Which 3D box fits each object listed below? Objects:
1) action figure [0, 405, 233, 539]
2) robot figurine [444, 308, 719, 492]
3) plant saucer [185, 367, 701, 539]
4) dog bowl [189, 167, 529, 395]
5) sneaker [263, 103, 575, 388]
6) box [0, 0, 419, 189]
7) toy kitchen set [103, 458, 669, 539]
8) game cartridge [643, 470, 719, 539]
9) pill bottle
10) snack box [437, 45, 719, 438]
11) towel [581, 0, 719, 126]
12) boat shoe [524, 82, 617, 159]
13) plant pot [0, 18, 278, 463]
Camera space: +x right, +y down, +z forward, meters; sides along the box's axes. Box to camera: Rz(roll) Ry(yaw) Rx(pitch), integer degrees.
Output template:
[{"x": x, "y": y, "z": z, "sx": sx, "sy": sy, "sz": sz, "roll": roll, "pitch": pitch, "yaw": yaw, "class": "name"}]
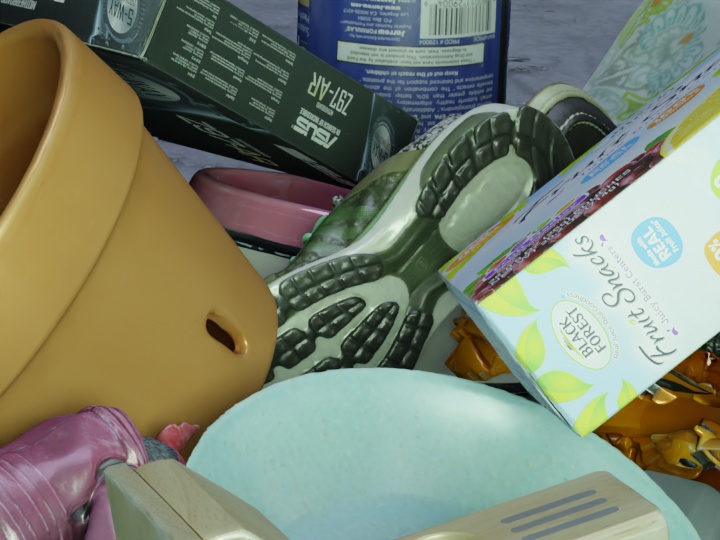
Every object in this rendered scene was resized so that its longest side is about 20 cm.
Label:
[{"x": -0.135, "y": 0.086, "z": 0.999, "sx": 0.200, "sy": 0.149, "sz": 0.134, "roll": -28, "pitch": 24, "yaw": -35, "class": "action figure"}, {"x": 0.136, "y": 0.058, "z": 1.194, "sx": 0.200, "sy": 0.058, "sz": 0.145, "roll": 14, "pitch": -22, "yaw": 49, "class": "robot figurine"}, {"x": 0.029, "y": 0.113, "z": 1.017, "sx": 0.201, "sy": 0.039, "sz": 0.201, "roll": 11, "pitch": 37, "yaw": -9, "class": "plant saucer"}, {"x": -0.004, "y": 0.002, "z": 1.365, "sx": 0.200, "sy": 0.074, "sz": 0.200, "roll": 11, "pitch": 6, "yaw": -1, "class": "dog bowl"}, {"x": 0.000, "y": 0.000, "z": 1.240, "sx": 0.200, "sy": 0.077, "sz": 0.089, "roll": -38, "pitch": 22, "yaw": -8, "class": "sneaker"}, {"x": -0.091, "y": -0.098, "z": 1.344, "sx": 0.160, "sy": 0.044, "sz": 0.200, "roll": 16, "pitch": -7, "yaw": 37, "class": "box"}, {"x": 0.032, "y": 0.111, "z": 0.806, "sx": 0.180, "sy": 0.163, "sz": 0.200, "roll": -17, "pitch": 21, "yaw": -18, "class": "toy kitchen set"}, {"x": 0.043, "y": 0.104, "z": 1.143, "sx": 0.200, "sy": 0.041, "sz": 0.133, "roll": 6, "pitch": 12, "yaw": 15, "class": "game cartridge"}, {"x": 0.021, "y": -0.080, "z": 1.500, "sx": 0.112, "sy": 0.200, "sz": 0.112, "roll": 2, "pitch": 15, "yaw": -1, "class": "pill bottle"}, {"x": 0.129, "y": -0.031, "z": 1.057, "sx": 0.200, "sy": 0.068, "sz": 0.169, "roll": -37, "pitch": 5, "yaw": 1, "class": "snack box"}, {"x": 0.184, "y": -0.074, "z": 1.581, "sx": 0.048, "sy": 0.171, "sz": 0.200, "roll": 37, "pitch": -5, "yaw": -32, "class": "towel"}, {"x": 0.127, "y": -0.025, "z": 1.413, "sx": 0.066, "sy": 0.072, "sz": 0.201, "roll": 33, "pitch": -10, "yaw": 30, "class": "boat shoe"}, {"x": -0.128, "y": 0.023, "z": 1.126, "sx": 0.140, "sy": 0.200, "sz": 0.200, "roll": 39, "pitch": 1, "yaw": -24, "class": "plant pot"}]
